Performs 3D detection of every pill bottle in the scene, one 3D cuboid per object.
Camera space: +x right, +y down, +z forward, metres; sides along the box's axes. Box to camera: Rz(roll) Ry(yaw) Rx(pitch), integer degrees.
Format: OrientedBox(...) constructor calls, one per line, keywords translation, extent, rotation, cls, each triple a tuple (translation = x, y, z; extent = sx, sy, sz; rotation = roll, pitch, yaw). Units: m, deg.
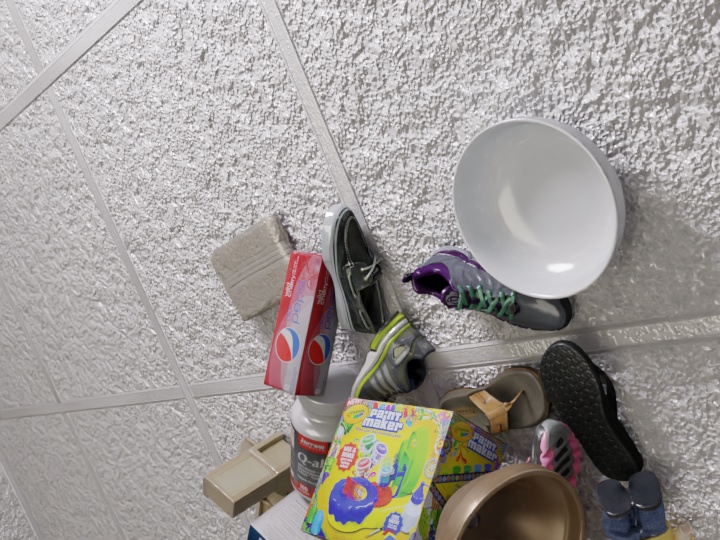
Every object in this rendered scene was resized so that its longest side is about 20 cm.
OrientedBox(translation=(-0.051, 0.254, 1.273), extent=(0.116, 0.116, 0.200), rotation=(26, 128, 33), cls="pill bottle")

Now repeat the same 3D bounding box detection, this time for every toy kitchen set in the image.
OrientedBox(translation=(-0.215, 0.395, 1.465), extent=(0.163, 0.180, 0.200), rotation=(30, 126, 32), cls="toy kitchen set")

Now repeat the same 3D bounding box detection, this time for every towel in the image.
OrientedBox(translation=(-0.160, -0.002, 1.303), extent=(0.200, 0.034, 0.133), rotation=(-25, 94, 48), cls="towel")

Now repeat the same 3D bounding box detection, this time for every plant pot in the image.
OrientedBox(translation=(0.157, 0.309, 0.952), extent=(0.093, 0.201, 0.201), rotation=(22, 129, 60), cls="plant pot")

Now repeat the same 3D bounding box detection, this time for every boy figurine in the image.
OrientedBox(translation=(0.326, 0.329, 0.954), extent=(0.124, 0.064, 0.200), rotation=(-15, 115, 11), cls="boy figurine")

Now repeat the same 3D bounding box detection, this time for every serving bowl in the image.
OrientedBox(translation=(0.198, -0.072, 0.882), extent=(0.200, 0.066, 0.200), rotation=(22, 125, 36), cls="serving bowl")

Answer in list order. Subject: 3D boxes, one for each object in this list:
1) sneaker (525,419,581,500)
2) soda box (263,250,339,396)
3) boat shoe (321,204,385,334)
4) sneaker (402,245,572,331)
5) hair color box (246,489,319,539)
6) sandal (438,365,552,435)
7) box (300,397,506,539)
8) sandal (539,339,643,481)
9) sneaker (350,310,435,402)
OrientedBox(translation=(0.227, 0.272, 1.047), extent=(0.095, 0.079, 0.200), rotation=(23, 126, 49), cls="sneaker")
OrientedBox(translation=(-0.076, 0.076, 1.175), extent=(0.070, 0.063, 0.200), rotation=(11, 90, 41), cls="soda box")
OrientedBox(translation=(0.000, 0.000, 1.129), extent=(0.071, 0.072, 0.200), rotation=(11, 129, 31), cls="boat shoe")
OrientedBox(translation=(0.147, 0.036, 0.976), extent=(0.200, 0.087, 0.075), rotation=(22, 126, 36), cls="sneaker")
OrientedBox(translation=(-0.075, 0.399, 1.312), extent=(0.100, 0.200, 0.061), rotation=(36, 133, 26), cls="hair color box")
OrientedBox(translation=(0.165, 0.178, 1.061), extent=(0.200, 0.055, 0.082), rotation=(-21, 96, 49), cls="sandal")
OrientedBox(translation=(0.056, 0.285, 1.075), extent=(0.200, 0.193, 0.122), rotation=(-3, 149, 48), cls="box")
OrientedBox(translation=(0.271, 0.158, 0.959), extent=(0.075, 0.048, 0.201), rotation=(-10, 117, 46), cls="sandal")
OrientedBox(translation=(0.044, 0.153, 1.159), extent=(0.081, 0.074, 0.200), rotation=(36, 135, 21), cls="sneaker")
